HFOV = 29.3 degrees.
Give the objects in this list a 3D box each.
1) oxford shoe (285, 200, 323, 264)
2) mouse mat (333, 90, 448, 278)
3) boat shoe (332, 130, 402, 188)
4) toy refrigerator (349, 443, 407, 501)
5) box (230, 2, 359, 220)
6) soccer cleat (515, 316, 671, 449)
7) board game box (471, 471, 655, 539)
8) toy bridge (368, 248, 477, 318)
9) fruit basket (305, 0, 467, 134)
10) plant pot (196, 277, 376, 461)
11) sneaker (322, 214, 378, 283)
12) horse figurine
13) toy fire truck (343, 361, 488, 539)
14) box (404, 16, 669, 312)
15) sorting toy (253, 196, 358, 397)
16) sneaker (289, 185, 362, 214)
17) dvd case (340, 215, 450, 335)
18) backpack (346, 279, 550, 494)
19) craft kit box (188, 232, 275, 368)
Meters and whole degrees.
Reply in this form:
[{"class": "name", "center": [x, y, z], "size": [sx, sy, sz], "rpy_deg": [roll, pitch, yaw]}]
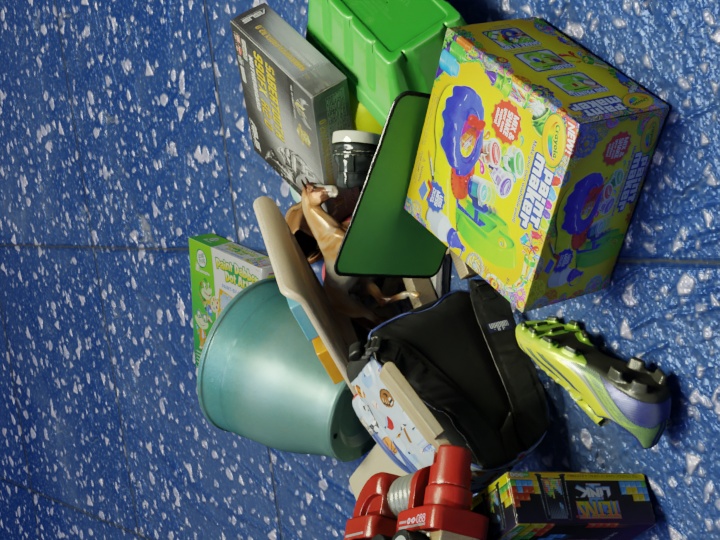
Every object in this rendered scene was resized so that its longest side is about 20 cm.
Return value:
[{"class": "oxford shoe", "center": [-0.066, -0.038, 1.659], "size": [0.071, 0.072, 0.200], "rpy_deg": [25, 162, 0]}, {"class": "mouse mat", "center": [0.059, -0.082, 1.395], "size": [0.008, 0.160, 0.202], "rpy_deg": [38, 115, 39]}, {"class": "boat shoe", "center": [0.035, -0.093, 1.428], "size": [0.074, 0.199, 0.067], "rpy_deg": [2, 83, 28]}, {"class": "toy refrigerator", "center": [0.063, 0.225, 1.605], "size": [0.201, 0.069, 0.076], "rpy_deg": [-58, 47, 45]}, {"class": "box", "center": [-0.069, -0.169, 1.508], "size": [0.158, 0.048, 0.201], "rpy_deg": [46, 158, 33]}, {"class": "soccer cleat", "center": [0.219, 0.108, 1.344], "size": [0.200, 0.064, 0.085], "rpy_deg": [31, 127, 47]}, {"class": "board game box", "center": [0.168, 0.263, 1.371], "size": [0.200, 0.163, 0.057], "rpy_deg": [-49, 42, 50]}, {"class": "toy bridge", "center": [0.063, 0.010, 1.544], "size": [0.200, 0.027, 0.068], "rpy_deg": [-37, 71, 52]}, {"class": "fruit basket", "center": [0.035, -0.216, 1.458], "size": [0.217, 0.155, 0.216], "rpy_deg": [55, 171, 12]}, {"class": "plant pot", "center": [-0.064, 0.133, 1.664], "size": [0.187, 0.199, 0.202], "rpy_deg": [21, 118, 34]}, {"class": "sneaker", "center": [-0.010, -0.030, 1.584], "size": [0.200, 0.086, 0.074], "rpy_deg": [-46, 61, 50]}, {"class": "horse figurine", "center": [0.000, 0.000, 1.500], "size": [0.131, 0.050, 0.202], "rpy_deg": [11, 133, 26]}, {"class": "toy fire truck", "center": [0.046, 0.208, 1.331], "size": [0.176, 0.127, 0.202], "rpy_deg": [-30, 46, 60]}, {"class": "box", "center": [0.161, -0.105, 1.310], "size": [0.193, 0.121, 0.202], "rpy_deg": [43, 133, 39]}, {"class": "sorting toy", "center": [-0.055, 0.036, 1.525], "size": [0.201, 0.036, 0.186], "rpy_deg": [56, -172, -39]}, {"class": "sneaker", "center": [-0.030, -0.163, 1.618], "size": [0.139, 0.077, 0.202], "rpy_deg": [15, 121, 51]}, {"class": "dvd case", "center": [0.035, 0.019, 1.624], "size": [0.199, 0.016, 0.151], "rpy_deg": [27, 121, 48]}, {"class": "backpack", "center": [0.095, 0.137, 1.435], "size": [0.191, 0.199, 0.155], "rpy_deg": [51, 146, 22]}, {"class": "craft kit box", "center": [-0.170, 0.066, 1.916], "size": [0.199, 0.048, 0.200], "rpy_deg": [20, 114, 51]}]
